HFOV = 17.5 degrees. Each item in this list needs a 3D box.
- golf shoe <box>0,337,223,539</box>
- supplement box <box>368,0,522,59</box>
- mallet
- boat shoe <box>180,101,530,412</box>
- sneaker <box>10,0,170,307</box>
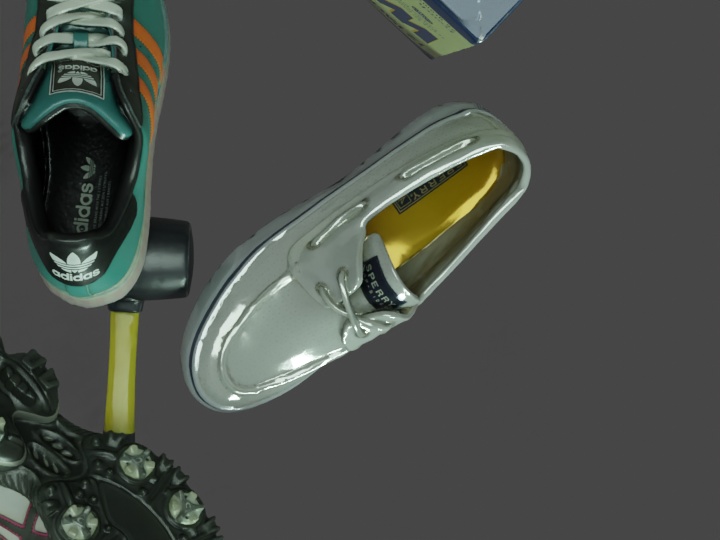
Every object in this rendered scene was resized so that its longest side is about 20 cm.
[{"bbox_3d":[-0.142,0.111,1.107,0.200,0.088,0.077,45,52,5],"label":"golf shoe"},{"bbox_3d":[0.061,-0.213,1.047,0.134,0.200,0.200,44,90,-5],"label":"supplement box"},{"bbox_3d":[-0.127,0.070,1.137,0.066,0.041,0.200,10,97,-3],"label":"mallet"},{"bbox_3d":[0.000,0.000,1.114,0.200,0.070,0.071,-38,116,-3],"label":"boat shoe"},{"bbox_3d":[-0.125,-0.088,1.085,0.071,0.080,0.200,-2,75,-2],"label":"sneaker"}]
